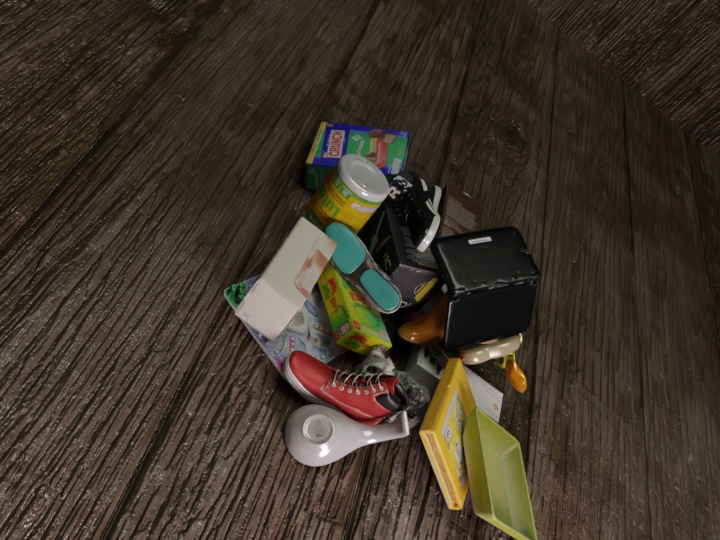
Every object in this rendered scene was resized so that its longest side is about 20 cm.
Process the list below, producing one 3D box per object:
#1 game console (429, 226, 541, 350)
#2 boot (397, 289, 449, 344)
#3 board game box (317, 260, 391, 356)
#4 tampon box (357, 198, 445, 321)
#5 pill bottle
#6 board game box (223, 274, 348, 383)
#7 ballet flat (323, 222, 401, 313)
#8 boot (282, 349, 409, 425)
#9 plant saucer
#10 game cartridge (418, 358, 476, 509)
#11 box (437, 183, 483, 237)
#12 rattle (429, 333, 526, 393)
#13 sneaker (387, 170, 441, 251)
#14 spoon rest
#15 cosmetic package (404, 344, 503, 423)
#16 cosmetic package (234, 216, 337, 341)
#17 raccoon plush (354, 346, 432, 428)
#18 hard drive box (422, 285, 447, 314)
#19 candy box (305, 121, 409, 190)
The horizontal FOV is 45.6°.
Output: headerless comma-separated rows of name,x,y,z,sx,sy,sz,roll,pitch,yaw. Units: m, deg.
game console,0.223,0.029,1.594,0.198,0.117,0.177,-10,64,-27
boot,0.167,0.059,1.632,0.199,0.145,0.071,-8,37,-34
board game box,-0.019,0.061,1.574,0.101,0.048,0.201,27,31,-40
tampon box,0.069,-0.031,1.694,0.125,0.150,0.202,14,46,-30
pill bottle,-0.043,-0.113,1.624,0.110,0.200,0.112,26,36,-21
board game box,-0.117,0.081,1.523,0.201,0.026,0.199,52,38,10
ballet flat,0.000,0.000,1.577,0.201,0.072,0.072,51,38,8
boot,-0.019,0.178,1.402,0.199,0.144,0.073,37,46,-19
plant saucer,0.237,0.368,1.503,0.200,0.047,0.202,42,34,-46
game cartridge,0.168,0.284,1.512,0.200,0.032,0.178,-57,132,-51
box,0.193,-0.083,1.796,0.100,0.075,0.201,32,40,-12
rattle,0.226,0.190,1.649,0.129,0.145,0.199,20,30,37
sneaker,0.089,-0.118,1.623,0.111,0.073,0.201,28,32,-11
spoon rest,-0.024,0.260,1.377,0.197,0.061,0.101,-3,64,-6
cosmetic package,0.180,0.219,1.642,0.199,0.051,0.083,36,39,-10
cosmetic package,-0.124,0.012,1.477,0.087,0.103,0.201,37,39,-6
raccoon plush,0.070,0.217,1.545,0.134,0.097,0.200,53,10,31
hard drive box,0.184,0.020,1.812,0.155,0.077,0.202,-1,56,-41
candy box,-0.005,-0.232,1.809,0.197,0.078,0.170,7,42,6
